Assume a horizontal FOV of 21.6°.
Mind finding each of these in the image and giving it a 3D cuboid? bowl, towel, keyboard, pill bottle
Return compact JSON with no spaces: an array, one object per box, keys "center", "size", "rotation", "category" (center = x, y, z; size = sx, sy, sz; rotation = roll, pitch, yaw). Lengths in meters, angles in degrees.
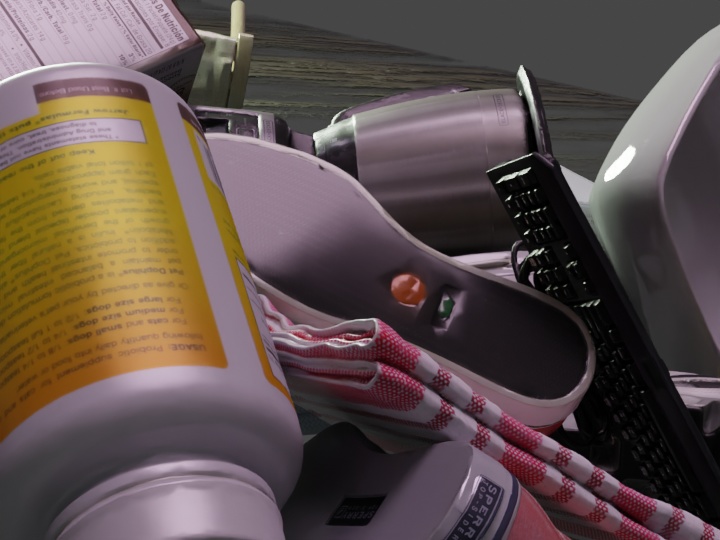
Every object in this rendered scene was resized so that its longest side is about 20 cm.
[{"center":[0.207,-0.028,1.075],"size":[0.074,0.200,0.200],"rotation":[-2,36,41],"category":"bowl"},{"center":[0.053,0.068,0.698],"size":[0.200,0.030,0.146],"rotation":[32,-11,-22],"category":"towel"},{"center":[0.100,0.047,0.794],"size":[0.040,0.201,0.104],"rotation":[-28,2,-7],"category":"keyboard"},{"center":[-0.085,0.031,0.652],"size":[0.109,0.109,0.201],"rotation":[3,47,-28],"category":"pill bottle"}]

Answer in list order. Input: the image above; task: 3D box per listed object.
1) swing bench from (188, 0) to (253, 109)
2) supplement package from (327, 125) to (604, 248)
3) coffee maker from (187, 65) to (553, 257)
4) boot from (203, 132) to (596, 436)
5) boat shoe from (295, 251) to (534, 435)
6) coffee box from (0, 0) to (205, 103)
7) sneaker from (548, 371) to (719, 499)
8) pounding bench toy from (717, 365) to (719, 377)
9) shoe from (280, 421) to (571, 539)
[{"center":[-0.214,-0.198,1.836],"size":[0.198,0.130,0.200],"rotation":[8,17,-8],"category":"swing bench"},{"center":[0.065,-0.013,1.170],"size":[0.155,0.111,0.200],"rotation":[7,11,-15],"category":"supplement package"},{"center":[0.000,0.000,0.978],"size":[0.199,0.193,0.135],"rotation":[-5,16,0],"category":"coffee maker"},{"center":[-0.013,0.031,0.810],"size":[0.199,0.073,0.144],"rotation":[30,-32,0],"category":"boot"},{"center":[0.001,0.030,0.897],"size":[0.199,0.074,0.067],"rotation":[-3,51,-1],"category":"boat shoe"},{"center":[-0.187,-0.076,0.941],"size":[0.200,0.113,0.080],"rotation":[-28,73,-28],"category":"coffee box"},{"center":[0.177,0.080,0.888],"size":[0.199,0.074,0.089],"rotation":[11,13,8],"category":"sneaker"},{"center":[0.287,0.041,0.929],"size":[0.200,0.157,0.124],"rotation":[24,23,40],"category":"pounding bench toy"},{"center":[0.023,0.108,0.661],"size":[0.091,0.072,0.200],"rotation":[40,-18,-14],"category":"shoe"}]
